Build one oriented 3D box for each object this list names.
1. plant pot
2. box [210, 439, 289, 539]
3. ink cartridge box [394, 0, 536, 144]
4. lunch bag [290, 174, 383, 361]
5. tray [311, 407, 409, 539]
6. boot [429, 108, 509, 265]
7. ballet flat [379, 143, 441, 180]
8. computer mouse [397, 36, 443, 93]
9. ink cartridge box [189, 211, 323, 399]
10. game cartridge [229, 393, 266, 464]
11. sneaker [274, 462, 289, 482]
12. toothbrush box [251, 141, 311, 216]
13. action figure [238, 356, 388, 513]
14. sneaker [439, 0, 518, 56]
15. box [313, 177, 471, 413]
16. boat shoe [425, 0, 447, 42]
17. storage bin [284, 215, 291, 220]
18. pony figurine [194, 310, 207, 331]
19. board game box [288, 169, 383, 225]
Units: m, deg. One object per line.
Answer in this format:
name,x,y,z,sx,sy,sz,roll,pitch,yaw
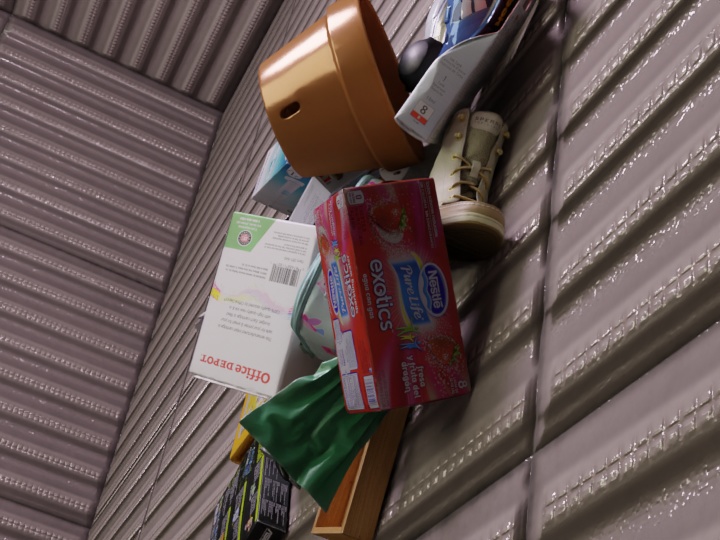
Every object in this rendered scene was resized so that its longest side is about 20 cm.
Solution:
plant pot,-0.025,-0.193,1.301,0.138,0.202,0.201,-20,30,12
box,-0.148,0.325,1.515,0.194,0.047,0.201,-57,17,28
ink cartridge box,0.115,-0.228,1.217,0.202,0.050,0.162,-59,-6,10
lunch bag,0.000,0.000,1.251,0.202,0.076,0.161,-64,-19,-13
tray,0.009,0.177,1.185,0.099,0.037,0.203,-32,38,67
boot,0.108,-0.089,1.149,0.200,0.071,0.157,159,134,-75
ballet flat,0.035,-0.096,1.381,0.200,0.063,0.068,-47,14,35
computer mouse,0.060,-0.229,1.279,0.059,0.034,0.200,-61,3,4
ink cartridge box,-0.101,0.046,1.351,0.143,0.084,0.203,11,83,37
game cartridge,-0.136,0.166,1.726,0.177,0.032,0.202,-53,21,44
sneaker,-0.052,0.160,1.378,0.078,0.069,0.202,-114,42,-64
toothbrush box,-0.057,-0.133,1.660,0.200,0.145,0.086,-33,36,67
action figure,-0.009,0.120,1.118,0.200,0.118,0.055,-44,4,-17
sneaker,0.131,-0.309,1.327,0.202,0.082,0.074,-60,-21,10
box,0.027,0.025,1.067,0.100,0.094,0.203,155,105,-69
boat shoe,0.116,-0.262,1.413,0.061,0.072,0.203,-8,61,44
storage bin,-0.132,0.012,1.749,0.136,0.093,0.200,-54,10,-20
pony figurine,-0.102,0.058,1.513,0.193,0.166,0.201,-38,16,48
board game box,-0.004,-0.114,1.445,0.199,0.035,0.127,-37,-12,-37
